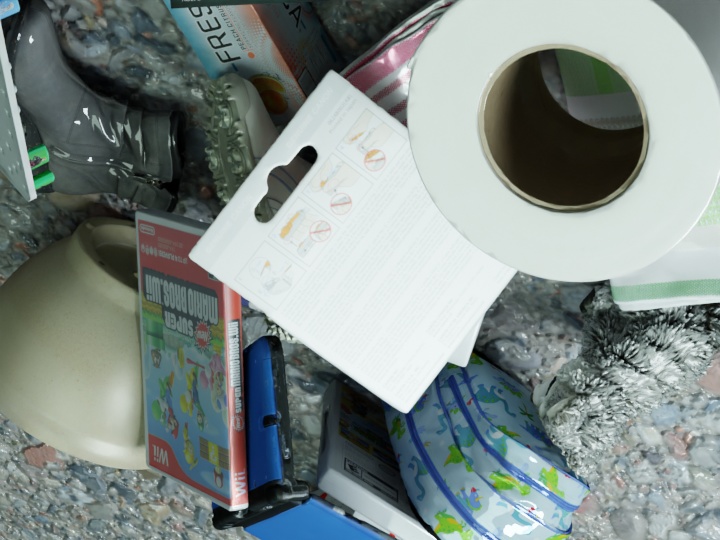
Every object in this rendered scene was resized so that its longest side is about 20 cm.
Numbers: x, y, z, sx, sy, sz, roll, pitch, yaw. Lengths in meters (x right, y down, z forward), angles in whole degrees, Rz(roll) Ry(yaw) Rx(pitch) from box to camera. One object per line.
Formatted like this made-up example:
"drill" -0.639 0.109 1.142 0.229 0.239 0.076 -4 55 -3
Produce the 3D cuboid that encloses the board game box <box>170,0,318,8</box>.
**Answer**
"board game box" -0.031 -0.237 1.267 0.198 0.028 0.136 -3 128 3

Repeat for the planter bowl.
"planter bowl" -0.199 0.043 1.592 0.199 0.200 0.135 28 112 -5

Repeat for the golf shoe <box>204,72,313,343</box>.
"golf shoe" -0.046 -0.052 1.401 0.078 0.097 0.202 20 131 65

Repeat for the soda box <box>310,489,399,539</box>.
"soda box" -0.004 0.225 1.717 0.068 0.064 0.200 33 159 -9

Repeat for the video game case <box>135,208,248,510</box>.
"video game case" -0.125 0.062 1.459 0.143 0.017 0.202 15 110 57

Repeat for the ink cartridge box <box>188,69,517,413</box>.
"ink cartridge box" 0.002 -0.021 1.350 0.199 0.047 0.161 36 96 -22

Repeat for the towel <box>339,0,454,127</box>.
"towel" 0.068 -0.080 1.382 0.146 0.030 0.200 -38 114 10

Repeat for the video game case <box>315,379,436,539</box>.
"video game case" 0.053 0.181 1.616 0.199 0.182 0.023 33 107 -10

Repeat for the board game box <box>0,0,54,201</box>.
"board game box" -0.288 -0.179 1.423 0.200 0.026 0.201 45 152 35

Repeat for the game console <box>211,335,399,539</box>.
"game console" -0.037 0.147 1.475 0.117 0.173 0.200 -2 168 -19

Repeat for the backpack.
"backpack" 0.097 0.150 1.537 0.153 0.201 0.163 -37 114 28

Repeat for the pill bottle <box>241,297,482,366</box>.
"pill bottle" 0.000 0.000 1.492 0.198 0.112 0.112 21 139 4

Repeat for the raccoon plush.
"raccoon plush" 0.216 0.071 1.445 0.199 0.135 0.097 -21 121 39

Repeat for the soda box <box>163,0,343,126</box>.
"soda box" -0.090 -0.193 1.369 0.068 0.064 0.201 -8 129 31

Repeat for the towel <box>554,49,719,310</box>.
"towel" 0.216 -0.069 1.335 0.148 0.031 0.202 -6 112 29

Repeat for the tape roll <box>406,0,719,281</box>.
"tape roll" 0.143 -0.112 1.245 0.201 0.139 0.205 9 117 18

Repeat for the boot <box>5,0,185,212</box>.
"boot" -0.195 -0.125 1.499 0.130 0.070 0.201 10 146 8
